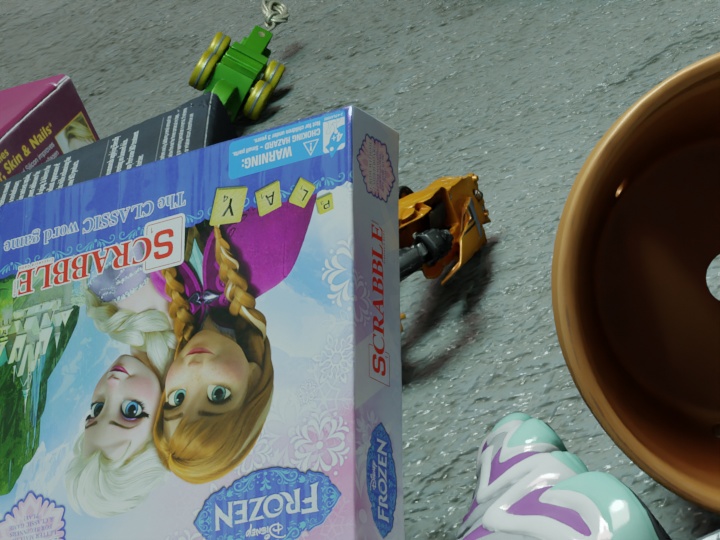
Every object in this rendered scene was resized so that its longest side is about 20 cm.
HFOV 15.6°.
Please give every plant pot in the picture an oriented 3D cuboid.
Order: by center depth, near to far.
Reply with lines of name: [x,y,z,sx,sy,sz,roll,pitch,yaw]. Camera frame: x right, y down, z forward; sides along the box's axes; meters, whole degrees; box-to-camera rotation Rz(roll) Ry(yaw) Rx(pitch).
plant pot: [0.175,0.005,1.134,0.200,0.200,0.140,-26,2,-3]

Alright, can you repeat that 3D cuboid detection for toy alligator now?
toy alligator: [-0.094,-0.152,2.037,0.054,0.059,0.200,-61,2,28]

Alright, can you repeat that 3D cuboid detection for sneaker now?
sneaker: [0.047,0.133,1.098,0.140,0.078,0.200,-38,8,-5]

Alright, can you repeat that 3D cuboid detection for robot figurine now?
robot figurine: [0.000,0.000,1.481,0.145,0.058,0.200,-16,12,25]

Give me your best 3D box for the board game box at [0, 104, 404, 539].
board game box: [-0.075,0.047,1.145,0.200,0.041,0.200,-15,65,30]

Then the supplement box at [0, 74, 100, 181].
supplement box: [-0.192,0.010,1.510,0.103,0.200,0.131,-13,22,30]

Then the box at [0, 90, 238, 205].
box: [-0.124,0.047,1.333,0.196,0.200,0.124,-22,19,9]

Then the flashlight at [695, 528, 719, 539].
flashlight: [0.227,0.089,1.013,0.200,0.068,0.068,-22,-7,11]
